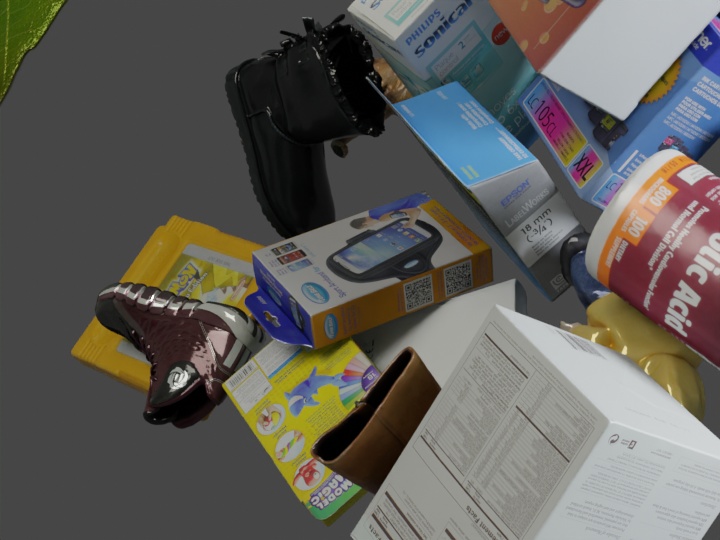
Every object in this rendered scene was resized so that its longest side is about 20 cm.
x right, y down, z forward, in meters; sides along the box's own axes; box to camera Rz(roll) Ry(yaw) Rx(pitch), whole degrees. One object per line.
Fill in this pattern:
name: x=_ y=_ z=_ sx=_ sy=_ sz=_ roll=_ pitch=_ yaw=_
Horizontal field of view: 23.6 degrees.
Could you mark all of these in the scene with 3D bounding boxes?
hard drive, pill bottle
hard drive: x=0.046 y=0.091 z=1.449 sx=0.199 sy=0.026 sz=0.133 roll=-18 pitch=47 yaw=25
pill bottle: x=0.270 y=0.011 z=1.237 sx=0.200 sy=0.114 sz=0.114 roll=37 pitch=81 yaw=24

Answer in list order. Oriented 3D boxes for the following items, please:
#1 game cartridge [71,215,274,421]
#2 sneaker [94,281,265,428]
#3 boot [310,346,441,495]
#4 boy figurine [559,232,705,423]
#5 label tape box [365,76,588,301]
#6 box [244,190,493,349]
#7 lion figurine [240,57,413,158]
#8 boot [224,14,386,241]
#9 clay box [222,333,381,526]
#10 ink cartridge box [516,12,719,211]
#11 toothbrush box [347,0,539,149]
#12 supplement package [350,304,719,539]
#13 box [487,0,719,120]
game cartridge: x=-0.169 y=0.039 z=1.652 sx=0.199 sy=0.032 sz=0.177 roll=18 pitch=69 yaw=43
sneaker: x=-0.186 y=0.080 z=1.557 sx=0.199 sy=0.076 sz=0.116 roll=7 pitch=64 yaw=40
boot: x=0.074 y=0.111 z=1.280 sx=0.188 sy=0.200 sz=0.069 roll=-42 pitch=42 yaw=0
boy figurine: x=0.221 y=0.049 z=1.322 sx=0.123 sy=0.065 sz=0.201 roll=-14 pitch=47 yaw=-7
label tape box: x=0.104 y=-0.085 z=1.419 sx=0.063 sy=0.200 sz=0.144 roll=-40 pitch=42 yaw=2
box: x=0.000 y=0.000 z=1.480 sx=0.199 sy=0.042 sz=0.119 roll=-19 pitch=35 yaw=-22
lion figurine: x=-0.021 y=-0.160 z=1.676 sx=0.199 sy=0.073 sz=0.123 roll=2 pitch=41 yaw=45
boot: x=-0.036 y=-0.124 z=1.553 sx=0.073 sy=0.200 sz=0.162 roll=-26 pitch=8 yaw=-39
clay box: x=-0.025 y=0.122 z=1.422 sx=0.115 sy=0.048 sz=0.200 roll=-41 pitch=42 yaw=0
ink cartridge box: x=0.235 y=-0.157 z=1.374 sx=0.200 sy=0.076 sz=0.137 roll=-48 pitch=43 yaw=21
toothbrush box: x=0.105 y=-0.204 z=1.519 sx=0.146 sy=0.200 sz=0.085 roll=-45 pitch=41 yaw=-5
supplement package: x=0.127 y=0.160 z=1.192 sx=0.201 sy=0.151 sz=0.151 roll=-59 pitch=40 yaw=13
box: x=0.178 y=-0.246 z=1.333 sx=0.152 sy=0.106 sz=0.201 roll=-49 pitch=43 yaw=22
